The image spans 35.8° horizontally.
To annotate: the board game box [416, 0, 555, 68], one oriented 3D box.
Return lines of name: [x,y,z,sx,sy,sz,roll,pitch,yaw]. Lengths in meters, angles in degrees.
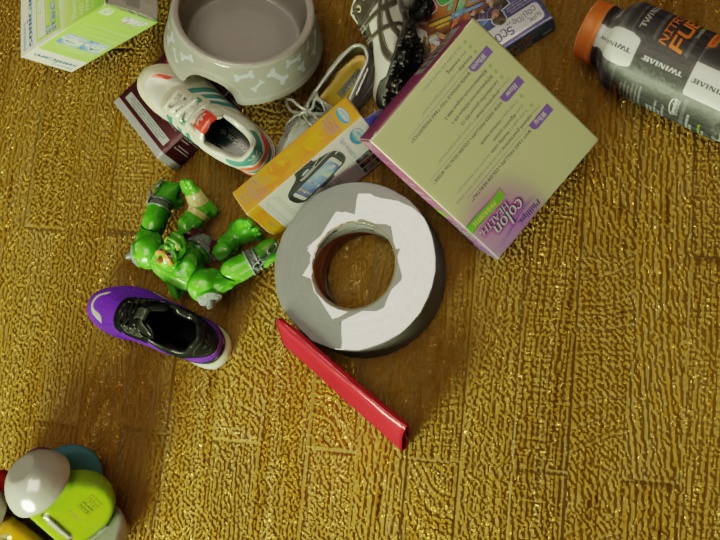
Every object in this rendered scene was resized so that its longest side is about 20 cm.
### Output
board game box: [0.120,-0.301,1.371,0.198,0.034,0.137,-31,72,8]

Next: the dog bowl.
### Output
dog bowl: [-0.143,-0.299,1.359,0.197,0.059,0.203,2,59,-4]

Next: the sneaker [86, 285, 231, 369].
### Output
sneaker: [-0.258,0.058,1.366,0.198,0.100,0.070,17,81,17]

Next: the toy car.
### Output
toy car: [-0.386,0.284,1.342,0.198,0.176,0.151,-31,36,7]

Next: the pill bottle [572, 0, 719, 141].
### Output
pill bottle: [0.342,-0.234,1.260,0.198,0.106,0.107,30,87,19]

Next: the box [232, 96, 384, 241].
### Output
box: [-0.048,-0.124,1.337,0.200,0.119,0.042,-41,66,3]

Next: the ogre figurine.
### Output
ogre figurine: [-0.202,-0.028,1.377,0.199,0.098,0.120,35,71,4]

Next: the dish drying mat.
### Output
dish drying mat: [-0.020,0.131,1.301,0.199,0.077,0.018,40,74,19]

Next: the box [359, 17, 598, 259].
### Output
box: [0.131,-0.148,1.263,0.200,0.097,0.176,40,91,-10]

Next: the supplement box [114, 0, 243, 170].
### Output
supplement box: [-0.207,-0.240,1.436,0.200,0.061,0.109,-42,72,4]

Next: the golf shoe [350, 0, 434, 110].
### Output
golf shoe: [0.030,-0.283,1.341,0.093,0.078,0.203,5,70,21]

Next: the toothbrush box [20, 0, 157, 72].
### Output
toothbrush box: [-0.355,-0.366,1.449,0.198,0.085,0.148,-15,73,43]

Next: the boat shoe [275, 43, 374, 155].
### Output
boat shoe: [-0.048,-0.193,1.369,0.074,0.086,0.203,39,90,19]

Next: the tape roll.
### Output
tape roll: [0.000,0.000,1.327,0.197,0.066,0.204,-3,77,14]

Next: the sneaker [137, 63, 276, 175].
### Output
sneaker: [-0.191,-0.190,1.346,0.199,0.093,0.071,37,92,5]
